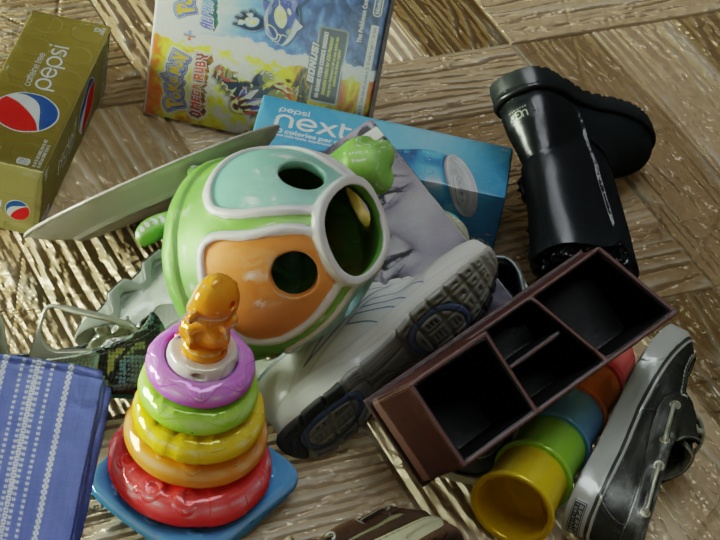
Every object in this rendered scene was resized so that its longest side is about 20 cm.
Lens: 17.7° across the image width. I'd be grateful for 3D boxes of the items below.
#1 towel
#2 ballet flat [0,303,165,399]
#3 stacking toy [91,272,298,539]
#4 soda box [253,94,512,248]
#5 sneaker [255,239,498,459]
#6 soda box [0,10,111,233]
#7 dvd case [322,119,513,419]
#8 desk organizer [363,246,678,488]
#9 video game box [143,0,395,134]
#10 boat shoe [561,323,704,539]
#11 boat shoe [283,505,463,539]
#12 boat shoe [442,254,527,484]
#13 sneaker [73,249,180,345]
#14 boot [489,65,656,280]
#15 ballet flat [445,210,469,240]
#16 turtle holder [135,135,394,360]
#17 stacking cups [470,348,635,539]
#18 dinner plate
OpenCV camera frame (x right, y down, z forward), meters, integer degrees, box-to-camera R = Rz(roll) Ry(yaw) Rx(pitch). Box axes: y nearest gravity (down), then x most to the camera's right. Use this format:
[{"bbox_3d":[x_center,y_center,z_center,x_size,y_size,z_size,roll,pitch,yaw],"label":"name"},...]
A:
[{"bbox_3d":[-0.269,0.118,1.479,0.200,0.024,0.145,9,68,-2],"label":"towel"},{"bbox_3d":[-0.225,0.057,1.549,0.200,0.074,0.074,-3,41,-11],"label":"ballet flat"},{"bbox_3d":[-0.102,0.076,1.465,0.110,0.200,0.116,33,48,23],"label":"stacking toy"},{"bbox_3d":[0.013,-0.072,1.779,0.200,0.064,0.068,12,39,1],"label":"soda box"},{"bbox_3d":[0.006,0.039,1.584,0.200,0.075,0.087,-37,53,-8],"label":"sneaker"},{"bbox_3d":[-0.249,-0.116,1.767,0.068,0.064,0.200,13,39,2],"label":"soda box"},{"bbox_3d":[0.000,0.000,1.654,0.149,0.016,0.200,-34,59,-5],"label":"dvd case"},{"bbox_3d":[0.110,0.058,1.548,0.200,0.077,0.072,-34,91,-23],"label":"desk organizer"},{"bbox_3d":[-0.069,-0.191,1.794,0.182,0.200,0.047,14,41,4],"label":"video game box"},{"bbox_3d":[0.202,0.119,1.599,0.064,0.071,0.200,21,49,13],"label":"boat shoe"},{"bbox_3d":[-0.030,0.202,1.447,0.202,0.075,0.075,-18,34,-39],"label":"boat shoe"},{"bbox_3d":[0.084,0.066,1.631,0.073,0.062,0.200,15,40,0],"label":"boat shoe"},{"bbox_3d":[-0.103,0.008,1.633,0.088,0.074,0.200,39,72,10],"label":"sneaker"},{"bbox_3d":[0.178,-0.054,1.786,0.200,0.076,0.168,20,52,-53],"label":"boot"},{"bbox_3d":[-0.016,-0.034,1.727,0.200,0.067,0.062,12,47,2],"label":"ballet flat"},{"bbox_3d":[-0.043,-0.016,1.542,0.132,0.141,0.185,-14,-5,36],"label":"turtle holder"},{"bbox_3d":[0.137,0.108,1.603,0.060,0.061,0.200,21,37,12],"label":"stacking cups"},{"bbox_3d":[-0.146,-0.057,1.658,0.200,0.200,0.024,-22,89,-34],"label":"dinner plate"}]
